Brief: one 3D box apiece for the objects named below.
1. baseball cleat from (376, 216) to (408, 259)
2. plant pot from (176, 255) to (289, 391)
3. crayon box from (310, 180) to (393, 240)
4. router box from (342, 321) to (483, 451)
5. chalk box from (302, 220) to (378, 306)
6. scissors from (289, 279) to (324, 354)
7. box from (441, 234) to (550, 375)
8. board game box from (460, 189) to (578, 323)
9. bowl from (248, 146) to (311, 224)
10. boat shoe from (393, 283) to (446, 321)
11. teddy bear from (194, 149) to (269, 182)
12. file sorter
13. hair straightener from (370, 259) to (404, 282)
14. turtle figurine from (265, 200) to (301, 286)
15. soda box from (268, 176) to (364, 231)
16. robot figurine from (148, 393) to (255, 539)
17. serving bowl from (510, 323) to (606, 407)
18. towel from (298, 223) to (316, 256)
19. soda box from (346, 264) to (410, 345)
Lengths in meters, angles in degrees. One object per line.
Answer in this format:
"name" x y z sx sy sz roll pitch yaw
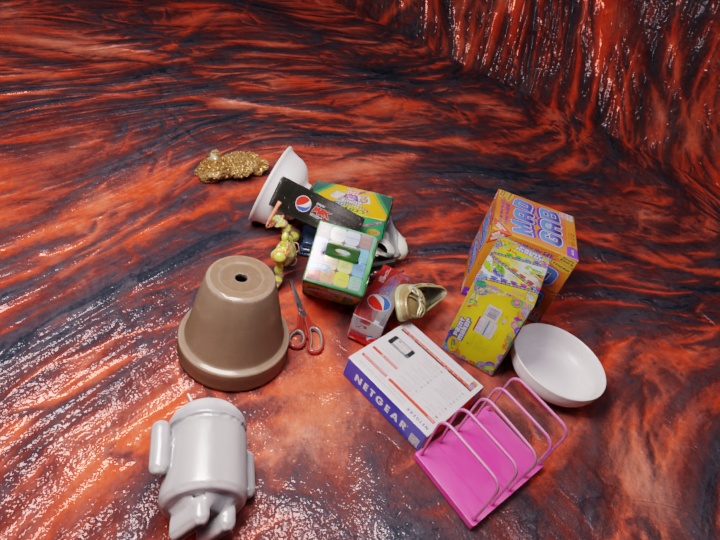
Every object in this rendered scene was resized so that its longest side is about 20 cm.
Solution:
"baseball cleat" 0.041 -0.101 1.262 0.106 0.070 0.200 3 33 -34
"plant pot" -0.209 0.075 0.875 0.198 0.176 0.201 11 38 -9
"crayon box" -0.029 -0.145 1.217 0.198 0.059 0.119 13 38 5
"router box" 0.098 0.204 0.948 0.179 0.049 0.200 -24 54 -40
"chalk box" -0.042 -0.011 1.006 0.123 0.200 0.125 16 78 -2
"scissors" -0.112 0.090 1.032 0.072 0.014 0.201 6 39 -11
"box" 0.284 0.069 1.064 0.121 0.201 0.193 28 38 14
"board game box" 0.381 -0.037 1.234 0.198 0.201 0.200 22 38 4
"bowl" -0.176 -0.181 1.201 0.090 0.201 0.202 30 37 -8
"boat shoe" 0.125 0.060 1.065 0.063 0.074 0.200 -10 -2 25
"teddy bear" -0.339 -0.285 1.347 0.198 0.067 0.145 -7 42 -29
"file sorter" 0.218 0.285 0.837 0.199 0.126 0.139 -17 50 -37
"hair straightener" 0.000 0.000 1.172 0.198 0.041 0.077 -11 46 -26
"turtle figurine" -0.158 -0.051 1.064 0.064 0.202 0.161 6 15 0
"soda box" -0.095 -0.128 1.101 0.199 0.071 0.063 26 1 -15
"robot figurine" -0.213 0.261 0.698 0.169 0.113 0.201 40 23 -37
"serving bowl" 0.399 0.205 1.056 0.198 0.066 0.201 11 38 -9
"towel" -0.088 -0.100 1.241 0.111 0.049 0.201 11 38 -7
"soda box" 0.041 0.071 1.069 0.070 0.064 0.200 24 36 9
